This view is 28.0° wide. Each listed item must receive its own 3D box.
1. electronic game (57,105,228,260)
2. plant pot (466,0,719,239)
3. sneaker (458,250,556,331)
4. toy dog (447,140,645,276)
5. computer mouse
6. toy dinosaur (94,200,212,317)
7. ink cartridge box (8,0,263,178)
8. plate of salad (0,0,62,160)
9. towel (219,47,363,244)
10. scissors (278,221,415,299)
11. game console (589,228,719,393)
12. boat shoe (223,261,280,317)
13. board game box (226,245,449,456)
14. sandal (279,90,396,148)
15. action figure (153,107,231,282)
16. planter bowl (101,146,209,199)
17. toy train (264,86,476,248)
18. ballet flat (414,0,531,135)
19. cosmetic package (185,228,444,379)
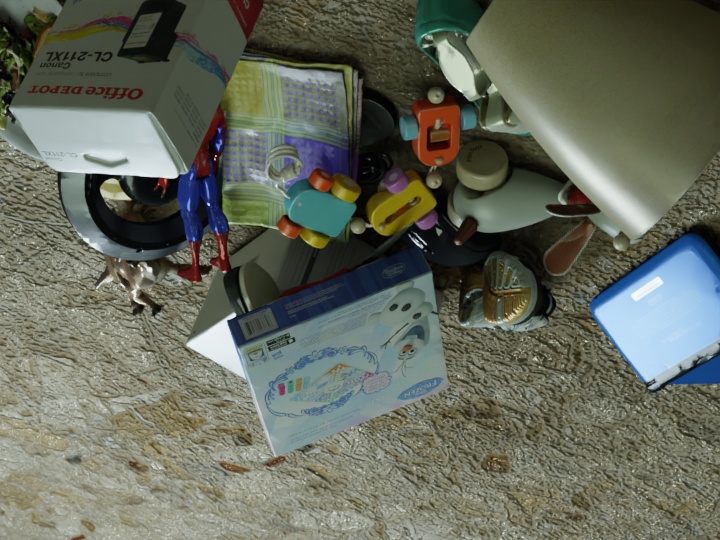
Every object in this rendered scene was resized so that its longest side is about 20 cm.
[{"bbox_3d":[-0.201,-0.102,1.415,0.042,0.200,0.200,38,170,48],"label":"electronic game"},{"bbox_3d":[0.190,-0.158,1.129,0.200,0.187,0.187,37,147,-1],"label":"plant pot"},{"bbox_3d":[0.164,0.024,1.474,0.087,0.076,0.200,6,176,-10],"label":"sneaker"},{"bbox_3d":[0.165,-0.050,1.362,0.200,0.096,0.132,2,145,27],"label":"toy dog"},{"bbox_3d":[0.038,-0.041,1.475,0.200,0.046,0.140,32,147,-31],"label":"computer mouse"},{"bbox_3d":[-0.266,-0.022,1.667,0.136,0.086,0.200,50,155,-24],"label":"toy dinosaur"},{"bbox_3d":[-0.190,-0.186,1.249,0.145,0.200,0.083,4,146,23],"label":"ink cartridge box"},{"bbox_3d":[-0.335,-0.195,1.399,0.200,0.048,0.200,20,128,28],"label":"plate of salad"},{"bbox_3d":[-0.071,-0.119,1.389,0.143,0.023,0.200,12,125,13],"label":"towel"},{"bbox_3d":[0.000,0.000,1.416,0.200,0.014,0.073,-31,148,34],"label":"scissors"},{"bbox_3d":[0.364,0.042,1.469,0.171,0.118,0.200,53,146,5],"label":"game console"},{"bbox_3d":[-0.101,0.065,1.476,0.063,0.074,0.202,-6,143,16],"label":"boat shoe"},{"bbox_3d":[-0.017,0.084,1.439,0.200,0.043,0.199,-21,141,-8],"label":"board game box"},{"bbox_3d":[-0.049,-0.123,1.416,0.075,0.045,0.200,39,144,-28],"label":"sandal"},{"bbox_3d":[-0.159,-0.092,1.391,0.052,0.065,0.200,28,126,46],"label":"action figure"},{"bbox_3d":[-0.250,-0.131,1.479,0.200,0.084,0.201,15,148,9],"label":"planter bowl"},{"bbox_3d":[0.008,-0.100,1.339,0.199,0.056,0.150,-14,128,-8],"label":"toy train"},{"bbox_3d":[0.109,-0.162,1.245,0.067,0.071,0.200,-12,137,41],"label":"ballet flat"},{"bbox_3d":[-0.050,0.054,1.613,0.200,0.123,0.199,34,144,-20],"label":"cosmetic package"}]
